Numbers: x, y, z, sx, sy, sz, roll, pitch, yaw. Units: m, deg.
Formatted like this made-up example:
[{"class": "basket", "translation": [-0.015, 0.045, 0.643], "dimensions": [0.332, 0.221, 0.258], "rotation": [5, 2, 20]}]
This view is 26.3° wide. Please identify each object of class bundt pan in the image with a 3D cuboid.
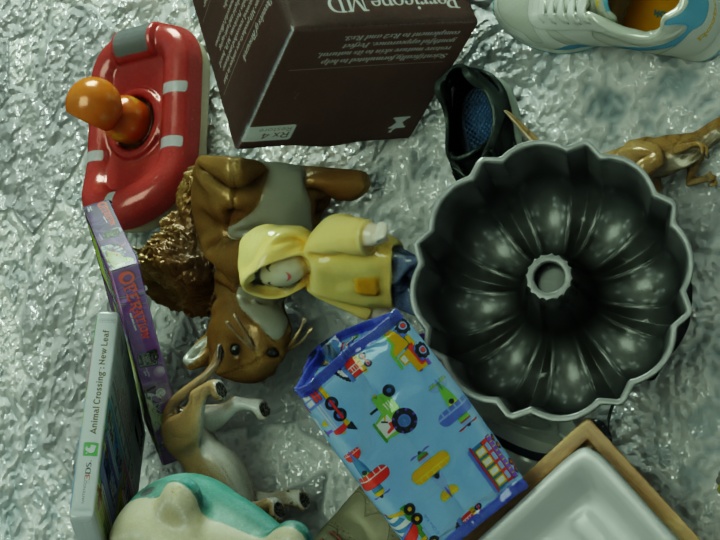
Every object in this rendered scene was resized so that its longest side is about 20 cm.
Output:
[{"class": "bundt pan", "translation": [0.138, 0.013, 1.098], "dimensions": [0.199, 0.076, 0.204], "rotation": [-3, 75, 13]}]

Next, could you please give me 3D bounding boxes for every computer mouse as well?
[{"class": "computer mouse", "translation": [0.200, 0.086, 1.141], "dimensions": [0.058, 0.034, 0.202], "rotation": [28, 102, 41]}]

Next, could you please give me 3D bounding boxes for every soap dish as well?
[{"class": "soap dish", "translation": [0.146, 0.223, 1.084], "dimensions": [0.157, 0.081, 0.200], "rotation": [47, 109, 7]}]

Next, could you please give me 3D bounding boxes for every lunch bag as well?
[{"class": "lunch bag", "translation": [0.024, 0.114, 1.122], "dimensions": [0.094, 0.200, 0.151], "rotation": [-37, 92, -6]}]

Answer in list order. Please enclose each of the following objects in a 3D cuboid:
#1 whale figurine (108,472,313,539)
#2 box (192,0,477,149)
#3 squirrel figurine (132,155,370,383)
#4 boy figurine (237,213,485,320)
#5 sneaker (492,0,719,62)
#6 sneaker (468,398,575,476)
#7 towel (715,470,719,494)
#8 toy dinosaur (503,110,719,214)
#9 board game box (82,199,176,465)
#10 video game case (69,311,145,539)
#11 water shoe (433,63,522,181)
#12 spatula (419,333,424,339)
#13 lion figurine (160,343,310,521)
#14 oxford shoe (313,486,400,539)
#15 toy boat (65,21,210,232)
[{"class": "whale figurine", "translation": [-0.098, 0.212, 1.182], "dimensions": [0.198, 0.160, 0.104], "rotation": [-10, 30, 37]}, {"class": "box", "translation": [-0.032, -0.229, 1.257], "dimensions": [0.165, 0.164, 0.202], "rotation": [-56, 46, 54]}, {"class": "squirrel figurine", "translation": [-0.105, -0.001, 1.331], "dimensions": [0.199, 0.140, 0.189], "rotation": [8, 94, 50]}, {"class": "boy figurine", "translation": [0.000, 0.000, 1.194], "dimensions": [0.198, 0.125, 0.065], "rotation": [12, 57, 4]}, {"class": "sneaker", "translation": [0.183, -0.208, 1.187], "dimensions": [0.199, 0.080, 0.077], "rotation": [10, 86, 38]}, {"class": "sneaker", "translation": [0.077, 0.127, 1.193], "dimensions": [0.199, 0.076, 0.081], "rotation": [27, 121, 44]}, {"class": "towel", "translation": [0.340, 0.168, 1.023], "dimensions": [0.144, 0.023, 0.201], "rotation": [-45, 58, 18]}, {"class": "toy dinosaur", "translation": [0.207, -0.079, 1.164], "dimensions": [0.198, 0.060, 0.107], "rotation": [-8, 56, 24]}, {"class": "board game box", "translation": [-0.193, 0.053, 1.323], "dimensions": [0.032, 0.202, 0.120], "rotation": [-15, 33, -9]}, {"class": "video game case", "translation": [-0.206, 0.164, 1.266], "dimensions": [0.022, 0.201, 0.184], "rotation": [1, 55, 0]}, {"class": "water shoe", "translation": [0.097, -0.066, 1.214], "dimensions": [0.071, 0.079, 0.202], "rotation": [-25, 66, 28]}, {"class": "spatula", "translation": [0.081, 0.069, 1.207], "dimensions": [0.198, 0.056, 0.021], "rotation": [10, 103, 22]}, {"class": "lion figurine", "translation": [-0.122, 0.169, 1.291], "dimensions": [0.122, 0.072, 0.202], "rotation": [-19, 91, 33]}, {"class": "oxford shoe", "translation": [-0.017, 0.237, 1.227], "dimensions": [0.070, 0.075, 0.201], "rotation": [35, 99, 36]}, {"class": "toy boat", "translation": [-0.219, -0.139, 1.423], "dimensions": [0.129, 0.130, 0.202], "rotation": [-8, 74, 34]}]
